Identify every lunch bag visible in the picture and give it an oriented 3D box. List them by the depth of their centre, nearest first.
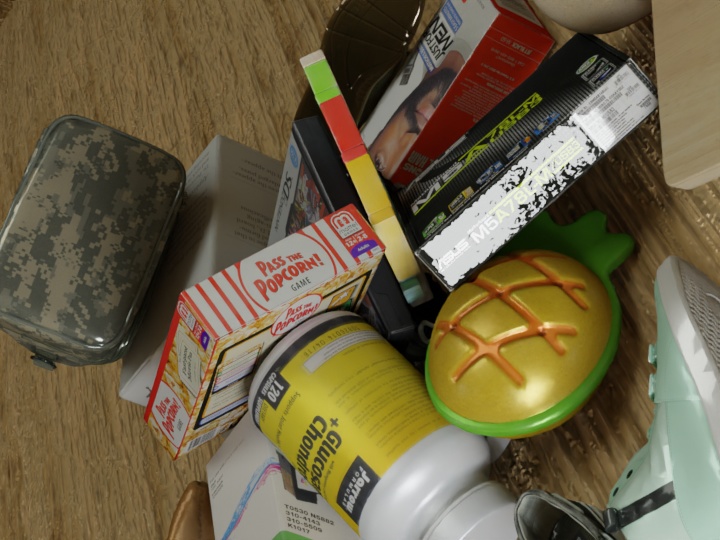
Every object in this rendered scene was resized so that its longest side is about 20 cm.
[{"bbox_3d":[-0.239,-0.020,1.611,0.168,0.139,0.200,135,156,-74],"label":"lunch bag"}]

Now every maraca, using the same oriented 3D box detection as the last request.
[{"bbox_3d":[0.118,0.033,1.285,0.137,0.107,0.200,4,51,26],"label":"maraca"}]

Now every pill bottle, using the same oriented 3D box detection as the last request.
[{"bbox_3d":[0.020,0.128,1.307,0.200,0.112,0.112,43,111,30],"label":"pill bottle"}]

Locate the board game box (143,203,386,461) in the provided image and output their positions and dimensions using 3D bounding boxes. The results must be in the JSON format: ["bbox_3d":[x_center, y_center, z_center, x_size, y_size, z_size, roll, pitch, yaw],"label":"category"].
[{"bbox_3d":[-0.073,0.049,1.366,0.046,0.151,0.200,53,151,17],"label":"board game box"}]

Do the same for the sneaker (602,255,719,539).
[{"bbox_3d":[0.184,0.087,1.132,0.118,0.074,0.200,-41,36,31],"label":"sneaker"}]

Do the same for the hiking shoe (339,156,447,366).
[{"bbox_3d":[0.000,0.000,1.528,0.101,0.076,0.200,-51,53,42],"label":"hiking shoe"}]

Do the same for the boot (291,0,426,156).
[{"bbox_3d":[0.013,-0.204,1.682,0.200,0.072,0.155,-62,-4,26],"label":"boot"}]

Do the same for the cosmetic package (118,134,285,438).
[{"bbox_3d":[-0.101,0.023,1.658,0.165,0.165,0.200,-47,30,38],"label":"cosmetic package"}]

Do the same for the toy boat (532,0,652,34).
[{"bbox_3d":[0.211,-0.258,1.362,0.200,0.131,0.131,-28,-3,26],"label":"toy boat"}]

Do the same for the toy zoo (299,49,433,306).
[{"bbox_3d":[0.010,-0.058,1.427,0.020,0.131,0.200,-25,57,2],"label":"toy zoo"}]

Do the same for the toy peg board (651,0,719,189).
[{"bbox_3d":[0.286,-0.168,1.173,0.200,0.098,0.199,-26,61,55],"label":"toy peg board"}]

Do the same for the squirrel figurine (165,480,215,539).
[{"bbox_3d":[-0.137,0.276,1.544,0.200,0.141,0.187,-67,18,-9],"label":"squirrel figurine"}]

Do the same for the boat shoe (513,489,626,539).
[{"bbox_3d":[0.143,0.198,1.122,0.072,0.071,0.200,-61,25,9],"label":"boat shoe"}]

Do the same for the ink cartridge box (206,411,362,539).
[{"bbox_3d":[-0.026,0.204,1.368,0.084,0.145,0.200,-53,27,24],"label":"ink cartridge box"}]

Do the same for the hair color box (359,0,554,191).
[{"bbox_3d":[0.073,-0.147,1.588,0.200,0.064,0.111,-58,26,20],"label":"hair color box"}]

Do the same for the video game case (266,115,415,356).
[{"bbox_3d":[-0.020,0.009,1.467,0.181,0.025,0.200,107,144,-57],"label":"video game case"}]

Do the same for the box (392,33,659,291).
[{"bbox_3d":[0.115,-0.085,1.345,0.200,0.048,0.193,-42,15,7],"label":"box"}]

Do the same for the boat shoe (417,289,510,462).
[{"bbox_3d":[0.085,0.047,1.380,0.074,0.068,0.199,-29,43,53],"label":"boat shoe"}]
